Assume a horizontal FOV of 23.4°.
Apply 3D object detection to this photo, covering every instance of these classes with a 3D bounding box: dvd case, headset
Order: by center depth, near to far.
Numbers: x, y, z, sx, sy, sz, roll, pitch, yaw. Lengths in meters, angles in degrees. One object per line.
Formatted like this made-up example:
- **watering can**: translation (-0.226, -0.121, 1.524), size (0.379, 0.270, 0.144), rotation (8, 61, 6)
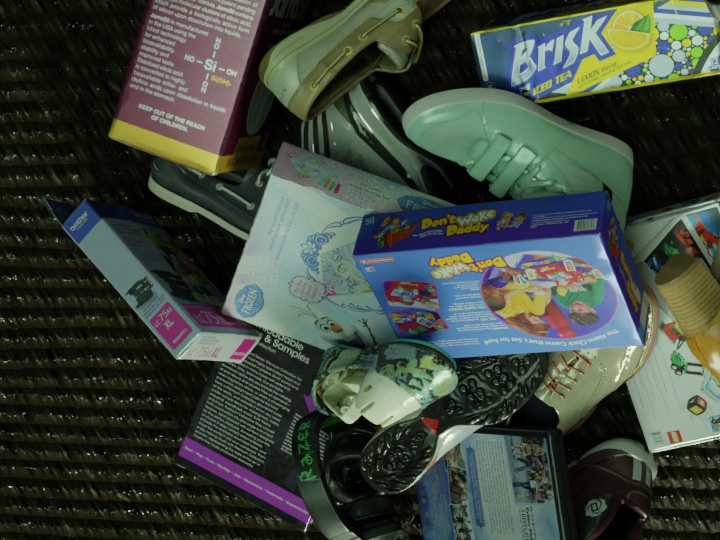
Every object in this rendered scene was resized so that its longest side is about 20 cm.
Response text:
- **dvd case**: translation (0.113, 0.202, 1.504), size (0.200, 0.018, 0.143), rotation (-3, 96, 56)
- **headset**: translation (-0.011, 0.206, 1.547), size (0.094, 0.124, 0.200), rotation (-23, 137, 22)

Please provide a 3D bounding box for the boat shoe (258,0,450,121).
- **boat shoe**: translation (0.016, -0.189, 1.419), size (0.200, 0.074, 0.066), rotation (-34, 73, -5)

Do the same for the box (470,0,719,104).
- **box**: translation (0.195, -0.181, 1.400), size (0.200, 0.064, 0.070), rotation (-8, 104, 21)

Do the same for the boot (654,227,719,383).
- **boot**: translation (0.339, 0.003, 1.392), size (0.201, 0.071, 0.144), rotation (-42, 110, -6)

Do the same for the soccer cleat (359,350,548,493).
- **soccer cleat**: translation (0.080, 0.111, 1.476), size (0.068, 0.073, 0.200), rotation (45, 116, -5)

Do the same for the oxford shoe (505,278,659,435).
- **oxford shoe**: translation (0.183, 0.084, 1.452), size (0.071, 0.074, 0.200), rotation (41, 132, 18)

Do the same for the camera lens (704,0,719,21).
- **camera lens**: translation (0.359, -0.211, 1.250), size (0.200, 0.160, 0.160), rotation (29, 116, -17)

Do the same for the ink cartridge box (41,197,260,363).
- **ink cartridge box**: translation (-0.185, 0.000, 1.543), size (0.200, 0.119, 0.042), rotation (45, 102, 19)

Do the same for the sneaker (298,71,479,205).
- **sneaker**: translation (0.021, -0.063, 1.492), size (0.115, 0.076, 0.201), rotation (-30, 99, 28)

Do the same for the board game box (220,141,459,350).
- **board game box**: translation (0.000, 0.000, 1.464), size (0.199, 0.043, 0.200), rotation (19, 141, -5)

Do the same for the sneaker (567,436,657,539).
- **sneaker**: translation (0.168, 0.229, 1.500), size (0.200, 0.116, 0.076), rotation (-38, 112, 25)

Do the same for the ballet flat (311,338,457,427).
- **ballet flat**: translation (0.015, 0.098, 1.429), size (0.074, 0.074, 0.200), rotation (62, 158, -6)

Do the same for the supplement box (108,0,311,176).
- **supplement box**: translation (-0.118, -0.190, 1.454), size (0.103, 0.131, 0.200), rotation (20, 101, 11)

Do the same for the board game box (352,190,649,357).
- **board game box**: translation (0.112, 0.008, 1.364), size (0.200, 0.045, 0.135), rotation (-5, 137, 23)

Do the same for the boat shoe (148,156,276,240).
- **boat shoe**: translation (-0.095, -0.070, 1.534), size (0.200, 0.073, 0.063), rotation (22, 116, 17)

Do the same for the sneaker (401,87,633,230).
- **sneaker**: translation (0.127, -0.070, 1.388), size (0.200, 0.118, 0.074), rotation (15, 145, -13)

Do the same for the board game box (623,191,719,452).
- **board game box**: translation (0.273, 0.045, 1.457), size (0.126, 0.035, 0.200), rotation (-15, 101, 24)

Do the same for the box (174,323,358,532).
- **box**: translation (-0.073, 0.125, 1.607), size (0.143, 0.036, 0.200), rotation (27, 115, 9)
